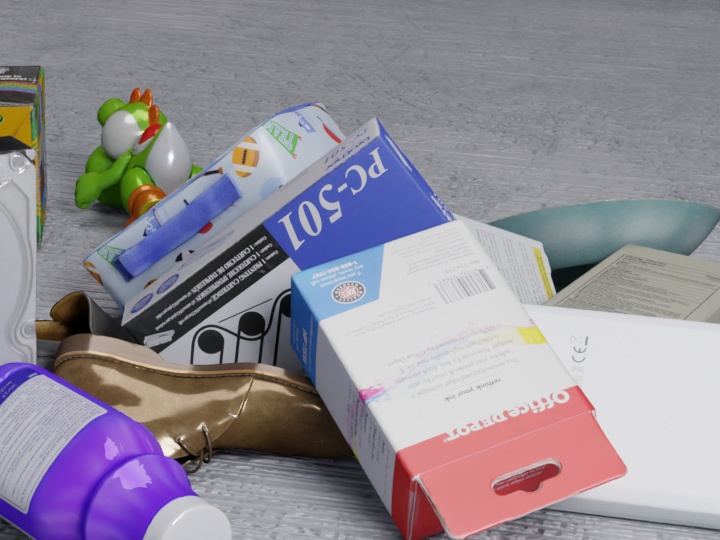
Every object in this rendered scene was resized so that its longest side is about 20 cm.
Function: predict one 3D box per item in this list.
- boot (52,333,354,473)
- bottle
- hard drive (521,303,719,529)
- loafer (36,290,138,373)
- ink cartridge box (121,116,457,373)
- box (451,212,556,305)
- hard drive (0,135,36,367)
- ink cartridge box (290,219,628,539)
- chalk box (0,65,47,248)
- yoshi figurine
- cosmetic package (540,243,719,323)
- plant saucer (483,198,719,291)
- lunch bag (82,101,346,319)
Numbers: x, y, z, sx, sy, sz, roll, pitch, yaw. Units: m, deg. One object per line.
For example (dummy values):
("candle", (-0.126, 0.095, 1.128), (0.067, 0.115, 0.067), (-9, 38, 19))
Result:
("boot", (-0.093, 0.097, 1.139), (0.200, 0.074, 0.076), (9, 48, 3))
("bottle", (-0.146, 0.113, 1.017), (0.200, 0.065, 0.084), (21, 68, 45))
("hard drive", (0.165, 0.085, 1.126), (0.200, 0.027, 0.132), (6, 54, 11))
("loafer", (-0.175, 0.049, 1.227), (0.073, 0.072, 0.200), (14, 20, 34))
("ink cartridge box", (-0.041, 0.003, 1.180), (0.200, 0.094, 0.044), (-37, 18, 10))
("box", (0.043, 0.000, 1.290), (0.200, 0.049, 0.082), (17, 42, -31))
("hard drive", (-0.250, 0.031, 1.066), (0.140, 0.200, 0.038), (-8, 23, -33))
("ink cartridge box", (0.052, 0.074, 1.079), (0.116, 0.067, 0.200), (-18, 53, -18))
("chalk box", (-0.328, -0.103, 1.605), (0.125, 0.124, 0.200), (0, 17, -6))
("yoshi figurine", (-0.182, -0.071, 1.618), (0.112, 0.112, 0.200), (-38, 38, 3))
("cosmetic package", (0.187, 0.048, 1.280), (0.105, 0.071, 0.200), (14, 21, 26))
("plant saucer", (0.175, -0.013, 1.444), (0.201, 0.039, 0.201), (-5, -12, -1))
("lunch bag", (-0.100, -0.038, 1.365), (0.200, 0.076, 0.160), (-37, 0, 22))
